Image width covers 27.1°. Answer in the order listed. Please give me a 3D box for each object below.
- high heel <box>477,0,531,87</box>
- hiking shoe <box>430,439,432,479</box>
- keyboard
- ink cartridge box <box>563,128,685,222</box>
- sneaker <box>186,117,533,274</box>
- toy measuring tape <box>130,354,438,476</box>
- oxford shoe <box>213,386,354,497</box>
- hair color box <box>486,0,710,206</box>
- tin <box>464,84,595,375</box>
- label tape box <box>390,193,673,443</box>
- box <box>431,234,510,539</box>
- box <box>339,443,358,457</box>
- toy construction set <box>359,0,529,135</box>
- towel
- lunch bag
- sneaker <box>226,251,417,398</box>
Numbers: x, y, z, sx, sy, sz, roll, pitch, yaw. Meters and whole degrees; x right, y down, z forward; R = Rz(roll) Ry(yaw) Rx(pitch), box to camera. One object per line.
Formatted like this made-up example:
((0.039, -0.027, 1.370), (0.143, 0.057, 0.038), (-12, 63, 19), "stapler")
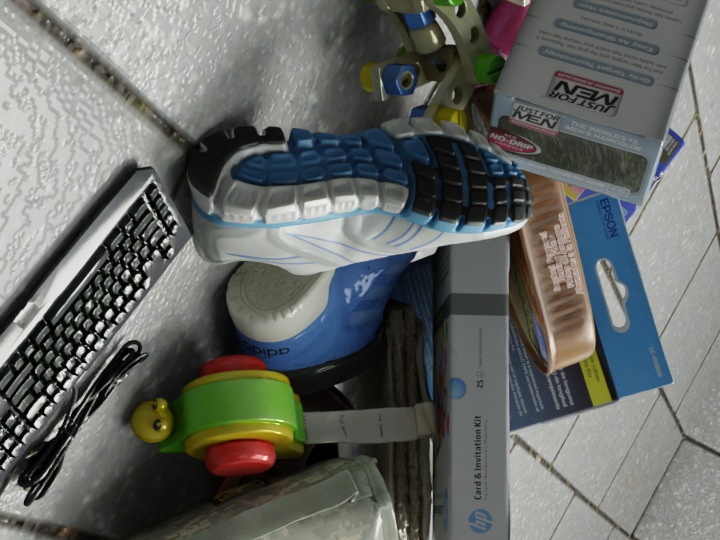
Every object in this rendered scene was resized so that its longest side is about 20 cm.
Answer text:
((0.151, -0.170, 1.135), (0.200, 0.067, 0.096), (-2, 129, -51), "high heel")
((0.078, 0.100, 1.181), (0.076, 0.101, 0.200), (63, 38, -66), "hiking shoe")
((-0.151, 0.051, 0.770), (0.200, 0.021, 0.127), (-54, 157, -20), "keyboard")
((0.176, -0.056, 1.214), (0.136, 0.076, 0.200), (-49, -179, -33), "ink cartridge box")
((-0.002, -0.034, 0.846), (0.087, 0.200, 0.075), (108, -22, -51), "sneaker")
((-0.037, 0.086, 0.895), (0.200, 0.074, 0.074), (1, 124, -20), "toy measuring tape")
((-0.057, 0.160, 1.038), (0.071, 0.073, 0.200), (-32, 144, -54), "oxford shoe")
((0.151, -0.141, 0.899), (0.061, 0.099, 0.200), (95, 16, -52), "hair color box")
((0.107, -0.028, 0.965), (0.042, 0.112, 0.200), (-21, 116, -8), "tin")
((0.128, 0.038, 1.080), (0.066, 0.200, 0.143), (-3, 75, -56), "label tape box")
((0.070, 0.077, 0.970), (0.156, 0.041, 0.200), (98, -8, -81), "box")
((-0.049, 0.200, 1.151), (0.200, 0.039, 0.041), (-56, 157, -16), "box")
((0.070, -0.176, 0.906), (0.200, 0.092, 0.131), (-51, 133, -46), "toy construction set")
((0.023, 0.118, 1.052), (0.133, 0.034, 0.200), (-154, -116, -80), "towel")
((-0.061, 0.196, 0.944), (0.164, 0.118, 0.200), (-19, 144, -14), "lunch bag")
((-0.001, -0.001, 0.967), (0.200, 0.077, 0.111), (-46, 148, -27), "sneaker")
